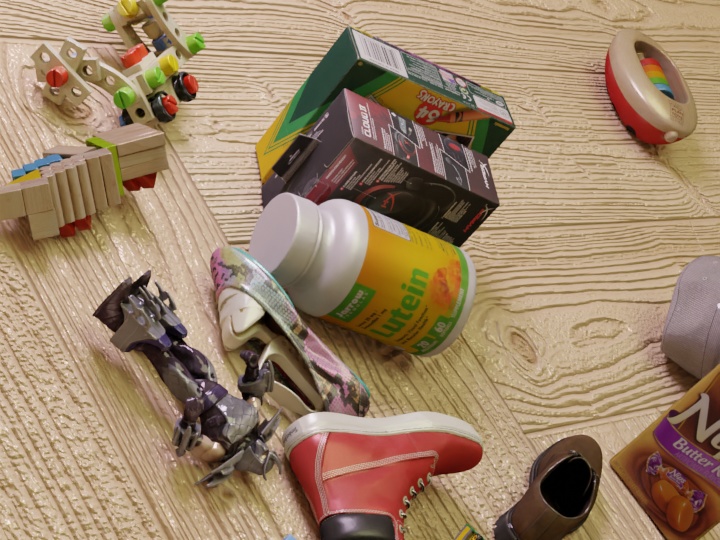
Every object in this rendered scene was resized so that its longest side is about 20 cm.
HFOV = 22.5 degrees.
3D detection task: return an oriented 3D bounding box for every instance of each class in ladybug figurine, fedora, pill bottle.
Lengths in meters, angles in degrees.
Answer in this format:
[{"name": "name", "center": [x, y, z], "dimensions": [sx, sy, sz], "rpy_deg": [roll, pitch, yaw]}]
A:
[{"name": "ladybug figurine", "center": [0.379, -0.236, 2.406], "dimensions": [0.135, 0.072, 0.201], "rpy_deg": [23, 37, -29]}, {"name": "fedora", "center": [0.394, 0.054, 2.043], "dimensions": [0.090, 0.178, 0.200], "rpy_deg": [18, 50, 19]}, {"name": "pill bottle", "center": [0.000, 0.000, 1.686], "dimensions": [0.199, 0.111, 0.112], "rpy_deg": [22, 38, -30]}]

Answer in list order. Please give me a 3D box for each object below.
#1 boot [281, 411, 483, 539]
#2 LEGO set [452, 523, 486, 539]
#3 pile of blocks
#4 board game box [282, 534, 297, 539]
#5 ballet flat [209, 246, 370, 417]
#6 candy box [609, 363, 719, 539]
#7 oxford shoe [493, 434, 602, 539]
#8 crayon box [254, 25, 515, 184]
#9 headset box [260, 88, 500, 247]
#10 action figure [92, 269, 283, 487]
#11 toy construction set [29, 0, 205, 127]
[{"name": "boot", "center": [0.038, 0.196, 1.545], "dimensions": [0.199, 0.073, 0.145], "rpy_deg": [3, 50, -35]}, {"name": "LEGO set", "center": [0.123, 0.315, 1.484], "dimensions": [0.200, 0.116, 0.154], "rpy_deg": [43, -5, -31]}, {"name": "pile of blocks", "center": [-0.245, -0.069, 1.563], "dimensions": [0.200, 0.082, 0.063], "rpy_deg": [-30, 119, -47]}, {"name": "board game box", "center": [-0.016, 0.314, 1.378], "dimensions": [0.200, 0.037, 0.151], "rpy_deg": [43, 32, -3]}, {"name": "ballet flat", "center": [-0.076, 0.065, 1.583], "dimensions": [0.200, 0.069, 0.071], "rpy_deg": [48, 52, 7]}, {"name": "candy box", "center": [0.353, 0.173, 1.789], "dimensions": [0.117, 0.200, 0.056], "rpy_deg": [53, 33, 16]}, {"name": "oxford shoe", "center": [0.198, 0.201, 1.698], "dimensions": [0.073, 0.085, 0.200], "rpy_deg": [42, 31, 1]}, {"name": "crayon box", "center": [0.024, -0.131, 1.804], "dimensions": [0.199, 0.173, 0.059], "rpy_deg": [20, 35, -31]}, {"name": "headset box", "center": [0.010, -0.075, 1.748], "dimensions": [0.199, 0.149, 0.075], "rpy_deg": [22, 37, -29]}, {"name": "action figure", "center": [-0.132, 0.093, 1.478], "dimensions": [0.200, 0.069, 0.130], "rpy_deg": [48, 27, 2]}, {"name": "toy construction set", "center": [-0.216, -0.201, 1.700], "dimensions": [0.132, 0.092, 0.200], "rpy_deg": [63, 37, -15]}]
